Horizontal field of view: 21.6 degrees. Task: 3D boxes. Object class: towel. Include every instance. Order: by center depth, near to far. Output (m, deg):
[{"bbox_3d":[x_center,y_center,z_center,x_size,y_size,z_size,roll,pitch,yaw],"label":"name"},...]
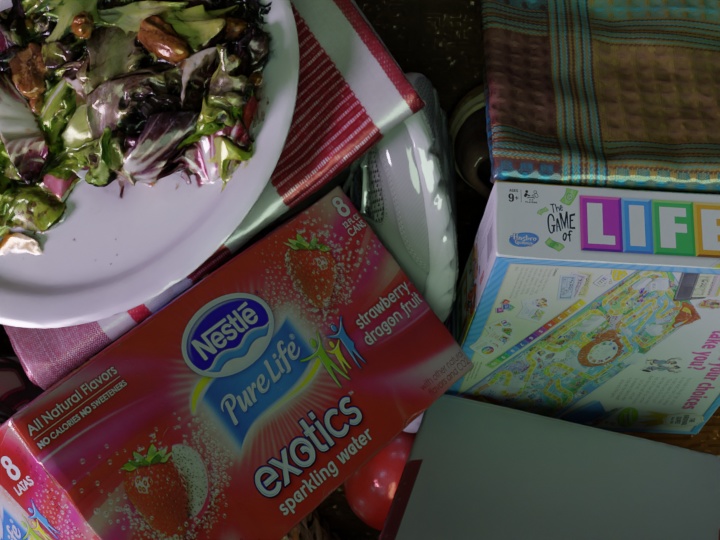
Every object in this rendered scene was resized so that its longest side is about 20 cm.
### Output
[{"bbox_3d":[-0.087,-0.061,0.802,0.200,0.144,0.023,-36,150,6],"label":"towel"},{"bbox_3d":[0.151,-0.085,0.804,0.199,0.147,0.022,2,135,-3],"label":"towel"}]

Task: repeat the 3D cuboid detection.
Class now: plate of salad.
[{"bbox_3d":[-0.122,-0.075,0.780,0.199,0.201,0.048,-27,154,8],"label":"plate of salad"}]

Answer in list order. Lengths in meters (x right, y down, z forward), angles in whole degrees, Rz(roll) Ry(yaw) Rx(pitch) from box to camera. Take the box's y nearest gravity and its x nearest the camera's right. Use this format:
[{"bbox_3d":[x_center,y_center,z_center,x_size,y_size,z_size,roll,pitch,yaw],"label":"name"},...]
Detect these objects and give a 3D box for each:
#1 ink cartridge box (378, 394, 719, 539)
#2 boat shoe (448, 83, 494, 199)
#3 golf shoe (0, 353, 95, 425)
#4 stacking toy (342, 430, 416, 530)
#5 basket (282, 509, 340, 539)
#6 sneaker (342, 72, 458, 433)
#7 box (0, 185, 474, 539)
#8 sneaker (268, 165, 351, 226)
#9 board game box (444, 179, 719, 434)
[{"bbox_3d":[0.073,0.185,0.834,0.144,0.145,0.201,11,115,7],"label":"ink cartridge box"},{"bbox_3d":[0.135,-0.028,0.863,0.199,0.072,0.072,20,111,-12],"label":"boat shoe"},{"bbox_3d":[-0.156,0.069,0.821,0.199,0.088,0.077,19,118,-26],"label":"golf shoe"},{"bbox_3d":[0.078,0.141,0.934,0.199,0.085,0.086,30,108,-8],"label":"stacking toy"},{"bbox_3d":[-0.116,0.165,0.892,0.199,0.143,0.149,-30,112,9],"label":"basket"},{"bbox_3d":[0.000,0.000,0.843,0.082,0.075,0.201,3,131,-2],"label":"sneaker"},{"bbox_3d":[-0.061,0.064,0.757,0.100,0.200,0.095,53,139,0],"label":"box"},{"bbox_3d":[-0.082,-0.054,0.847,0.199,0.075,0.089,-27,72,-5],"label":"sneaker"},{"bbox_3d":[0.109,0.023,0.835,0.134,0.034,0.200,3,156,-5],"label":"board game box"}]
